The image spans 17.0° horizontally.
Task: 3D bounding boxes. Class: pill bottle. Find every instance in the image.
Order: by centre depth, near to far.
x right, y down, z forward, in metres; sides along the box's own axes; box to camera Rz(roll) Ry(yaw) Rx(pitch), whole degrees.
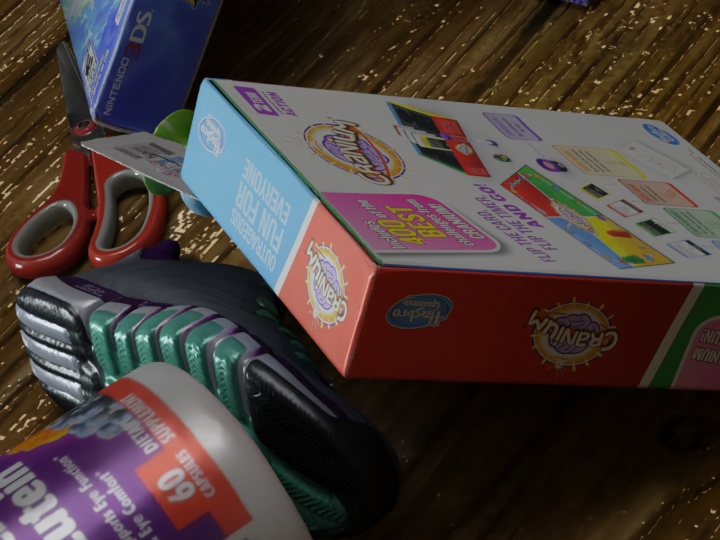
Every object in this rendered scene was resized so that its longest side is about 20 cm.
[{"bbox_3d":[-0.116,0.125,0.765,0.200,0.112,0.111,-33,37,-19],"label":"pill bottle"}]

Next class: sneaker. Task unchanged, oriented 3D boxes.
[{"bbox_3d":[-0.041,0.030,0.896,0.087,0.075,0.200,-30,38,-33],"label":"sneaker"}]

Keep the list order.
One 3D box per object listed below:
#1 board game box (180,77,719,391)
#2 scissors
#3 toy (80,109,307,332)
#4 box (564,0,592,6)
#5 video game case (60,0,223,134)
[{"bbox_3d":[0.056,-0.013,0.840,0.199,0.041,0.153,4,25,-28],"label":"board game box"},{"bbox_3d":[-0.117,-0.058,1.101,0.073,0.014,0.200,-14,34,12],"label":"scissors"},{"bbox_3d":[0.000,0.000,0.898,0.199,0.047,0.115,30,22,27],"label":"toy"},{"bbox_3d":[0.085,-0.245,1.156,0.192,0.122,0.200,20,50,43],"label":"box"},{"bbox_3d":[-0.089,-0.192,1.117,0.045,0.201,0.182,13,28,-20],"label":"video game case"}]
